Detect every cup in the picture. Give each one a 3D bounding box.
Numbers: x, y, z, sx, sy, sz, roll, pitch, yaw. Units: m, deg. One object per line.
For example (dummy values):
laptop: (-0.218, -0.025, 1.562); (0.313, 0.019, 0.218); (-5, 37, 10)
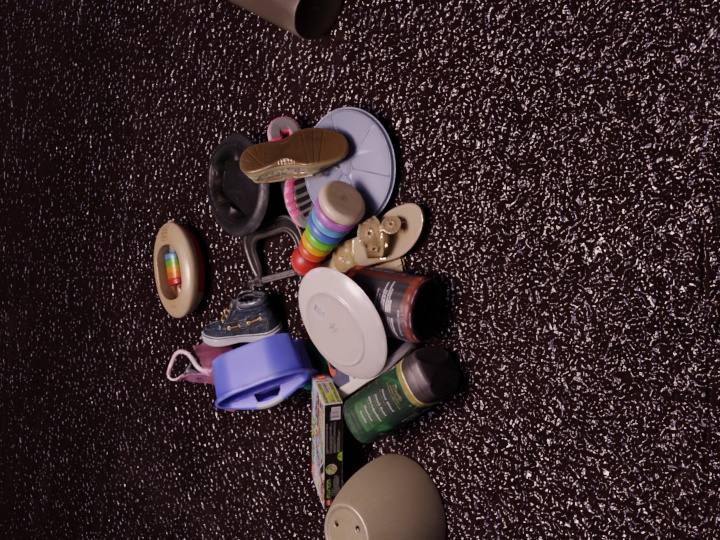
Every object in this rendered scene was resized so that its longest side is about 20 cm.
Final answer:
cup: (0.023, 0.420, 1.501); (0.197, 0.142, 0.206); (3, 95, 43)

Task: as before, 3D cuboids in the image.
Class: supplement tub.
supplement tub: (0.031, 0.050, 1.481); (0.197, 0.106, 0.110); (11, 100, 37)

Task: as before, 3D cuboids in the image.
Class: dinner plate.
dinner plate: (-0.036, 0.091, 1.474); (0.198, 0.024, 0.204); (27, 131, 35)

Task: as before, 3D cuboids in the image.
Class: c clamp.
c clamp: (-0.158, -0.013, 1.715); (0.198, 0.027, 0.174); (-21, 88, 45)

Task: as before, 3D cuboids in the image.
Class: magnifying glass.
magnifying glass: (-0.061, 0.140, 1.644); (0.080, 0.022, 0.201); (56, 129, 25)

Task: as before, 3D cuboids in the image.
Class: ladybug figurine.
ladybug figurine: (-0.373, -0.005, 1.891); (0.134, 0.071, 0.205); (-7, 89, 44)

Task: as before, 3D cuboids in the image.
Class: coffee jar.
coffee jar: (0.067, 0.201, 1.469); (0.200, 0.103, 0.087); (-41, 69, 38)

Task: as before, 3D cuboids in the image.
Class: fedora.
fedora: (-0.206, -0.160, 1.706); (0.198, 0.090, 0.206); (1, 92, 47)

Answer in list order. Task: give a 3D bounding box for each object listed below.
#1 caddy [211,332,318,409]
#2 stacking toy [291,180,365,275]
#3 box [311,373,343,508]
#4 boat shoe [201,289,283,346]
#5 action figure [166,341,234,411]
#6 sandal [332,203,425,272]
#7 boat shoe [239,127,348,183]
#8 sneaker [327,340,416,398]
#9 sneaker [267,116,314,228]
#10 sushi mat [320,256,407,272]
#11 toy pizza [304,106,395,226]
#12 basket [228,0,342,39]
caddy: (-0.173, 0.193, 1.626); (0.196, 0.141, 0.107); (-22, 73, 11)
stacking toy: (-0.069, -0.061, 1.556); (0.086, 0.084, 0.201); (61, 139, 21)
box: (-0.059, 0.298, 1.583); (0.110, 0.034, 0.205); (-127, 35, -65)
boat shoe: (-0.240, 0.089, 1.756); (0.197, 0.071, 0.093); (-7, 113, 34)
action figure: (-0.268, 0.199, 1.766); (0.199, 0.147, 0.137); (36, 111, 51)
sandal: (0.013, -0.046, 1.505); (0.210, 0.069, 0.079); (-28, 75, 41)
boat shoe: (-0.109, -0.194, 1.562); (0.195, 0.063, 0.075); (-6, 65, 17)
sneaker: (0.011, 0.143, 1.533); (0.199, 0.074, 0.086); (-36, 79, 39)
sneaker: (-0.124, -0.174, 1.657); (0.095, 0.077, 0.205); (156, 101, -69)
sushi mat: (0.000, 0.000, 1.579); (0.199, 0.012, 0.098); (-31, 71, 40)
toy pizza: (-0.017, -0.178, 1.562); (0.197, 0.031, 0.205); (6, 100, 35)
basket: (-0.134, -0.507, 1.591); (0.200, 0.135, 0.183); (42, 124, 28)
